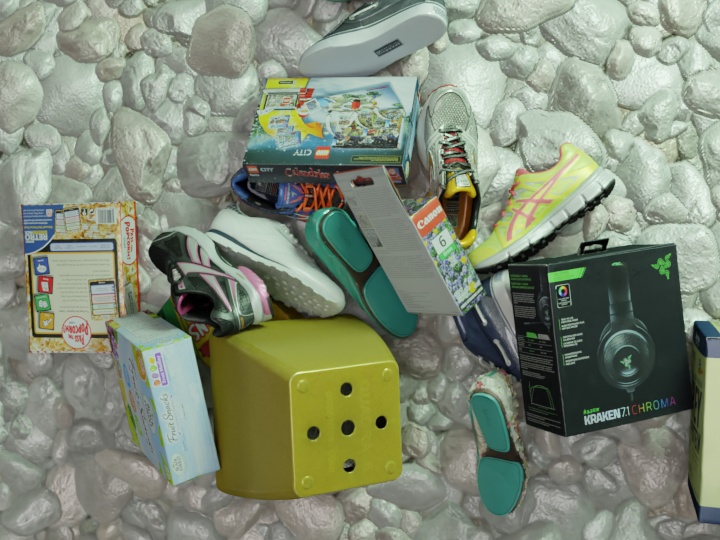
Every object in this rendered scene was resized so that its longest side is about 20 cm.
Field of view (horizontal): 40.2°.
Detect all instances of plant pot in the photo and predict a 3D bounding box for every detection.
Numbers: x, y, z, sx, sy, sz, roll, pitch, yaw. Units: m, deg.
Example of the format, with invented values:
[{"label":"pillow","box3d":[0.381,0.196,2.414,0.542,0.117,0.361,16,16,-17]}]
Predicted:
[{"label":"plant pot","box3d":[-0.052,0.166,1.144,0.198,0.176,0.203,-4,95,-26]}]

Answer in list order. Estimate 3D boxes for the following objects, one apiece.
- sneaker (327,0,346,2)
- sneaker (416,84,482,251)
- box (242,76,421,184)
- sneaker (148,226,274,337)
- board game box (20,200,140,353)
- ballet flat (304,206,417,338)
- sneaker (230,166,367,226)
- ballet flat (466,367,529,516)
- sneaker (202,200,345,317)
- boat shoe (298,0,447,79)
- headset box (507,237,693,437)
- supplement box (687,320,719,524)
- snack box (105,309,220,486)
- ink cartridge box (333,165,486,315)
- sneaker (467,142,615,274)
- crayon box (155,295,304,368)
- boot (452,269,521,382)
[{"label":"sneaker","box3d":[0.020,-0.368,1.142,0.198,0.140,0.079,-16,91,15]},{"label":"sneaker","box3d":[0.115,-0.118,1.163,0.077,0.082,0.203,-7,96,-12]},{"label":"box","box3d":[-0.033,-0.170,1.189,0.197,0.038,0.138,2,59,14]},{"label":"sneaker","box3d":[-0.198,0.014,1.173,0.199,0.086,0.081,26,133,37]},{"label":"board game box","box3d":[-0.375,0.010,1.323,0.149,0.046,0.203,0,95,14]},{"label":"ballet flat","box3d":[0.000,0.000,1.213,0.067,0.070,0.201,-45,115,-17]},{"label":"sneaker","box3d":[-0.074,-0.090,1.223,0.197,0.078,0.076,7,97,14]},{"label":"ballet flat","box3d":[0.173,0.205,1.185,0.075,0.064,0.202,9,124,28]},{"label":"sneaker","box3d":[-0.098,-0.016,1.218,0.199,0.081,0.077,31,146,5]},{"label":"boat shoe","box3d":[0.013,-0.291,1.193,0.198,0.072,0.069,-19,56,28]},{"label":"headset box","box3d":[0.269,0.066,1.105,0.172,0.093,0.203,-7,93,-20]},{"label":"supplement box","box3d":[0.469,0.167,1.079,0.197,0.134,0.203,2,95,13]},{"label":"snack box","box3d":[-0.249,0.150,1.216,0.067,0.199,0.171,-16,103,-25]},{"label":"ink cartridge box","box3d":[0.057,-0.042,1.143,0.050,0.108,0.201,-39,111,-28]},{"label":"sneaker","box3d":[0.198,-0.072,1.165,0.199,0.078,0.091,-38,77,8]},{"label":"crayon box","box3d":[-0.151,0.076,1.271,0.200,0.051,0.127,41,102,7]},{"label":"boot","box3d":[0.187,0.101,1.189,0.090,0.073,0.202,-25,92,37]}]
